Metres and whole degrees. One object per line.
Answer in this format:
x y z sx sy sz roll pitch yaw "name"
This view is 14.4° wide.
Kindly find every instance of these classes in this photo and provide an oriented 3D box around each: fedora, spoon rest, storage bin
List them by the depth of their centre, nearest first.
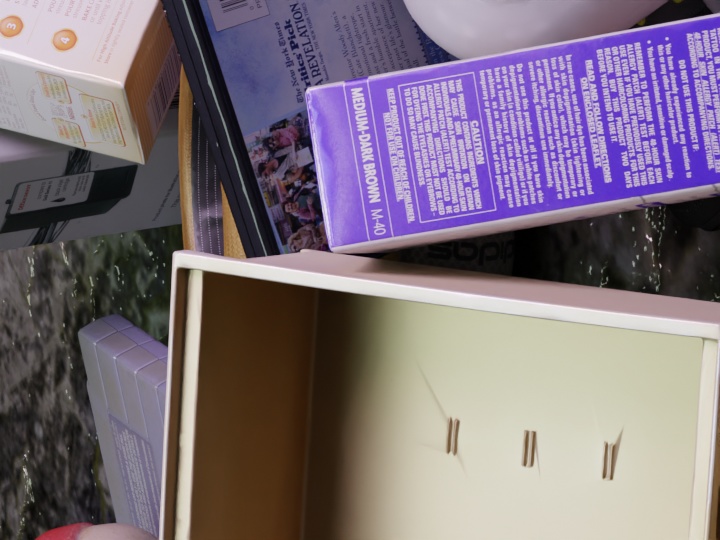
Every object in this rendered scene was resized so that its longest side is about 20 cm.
0.039 0.099 0.981 0.200 0.094 0.199 7 98 26 "storage bin"
0.105 -0.132 1.052 0.200 0.061 0.099 -9 88 22 "spoon rest"
-0.027 -0.030 1.175 0.201 0.082 0.201 177 90 -81 "fedora"

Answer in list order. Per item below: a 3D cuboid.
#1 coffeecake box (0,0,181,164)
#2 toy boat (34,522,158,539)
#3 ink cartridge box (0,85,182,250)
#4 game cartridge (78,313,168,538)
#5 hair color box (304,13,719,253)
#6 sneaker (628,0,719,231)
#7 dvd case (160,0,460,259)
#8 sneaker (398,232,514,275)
-0.168 -0.151 1.295 0.073 0.200 0.154 82 -154 -62 "coffeecake box"
-0.141 0.222 1.419 0.131 0.131 0.200 -100 1 -62 "toy boat"
-0.159 -0.091 1.395 0.147 0.200 0.083 62 143 28 "ink cartridge box"
-0.086 0.129 1.452 0.130 0.038 0.200 36 141 53 "game cartridge"
0.091 -0.051 1.010 0.109 0.200 0.065 -4 -94 -79 "hair color box"
0.093 -0.103 1.112 0.074 0.085 0.200 -47 57 52 "sneaker"
0.016 -0.085 1.110 0.018 0.200 0.143 -10 100 50 "dvd case"
0.000 0.000 1.288 0.200 0.074 0.087 0 91 52 "sneaker"
